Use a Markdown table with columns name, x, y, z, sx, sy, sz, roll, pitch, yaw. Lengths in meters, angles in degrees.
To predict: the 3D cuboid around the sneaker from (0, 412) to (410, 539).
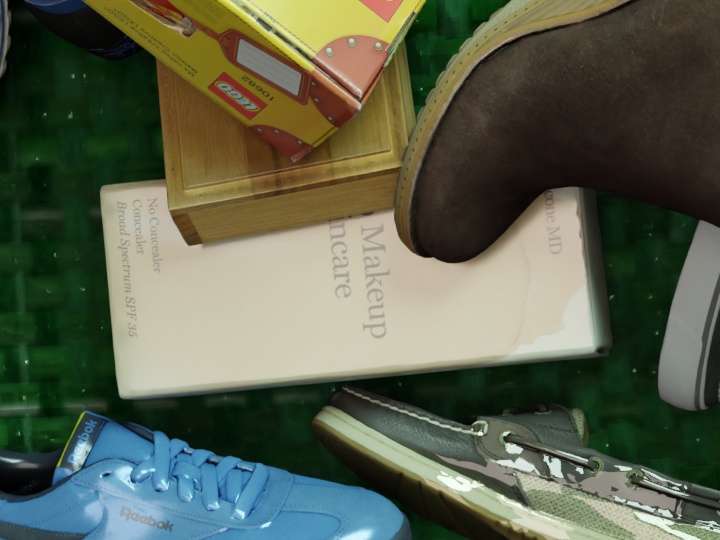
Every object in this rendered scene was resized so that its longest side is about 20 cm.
| name | x | y | z | sx | sy | sz | roll | pitch | yaw |
| --- | --- | --- | --- | --- | --- | --- | --- | --- | --- |
| sneaker | -0.080 | 0.100 | 1.101 | 0.200 | 0.066 | 0.078 | -4 | 113 | 22 |

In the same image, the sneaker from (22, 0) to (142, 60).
| name | x | y | z | sx | sy | sz | roll | pitch | yaw |
| --- | --- | --- | --- | --- | --- | --- | --- | --- | --- |
| sneaker | -0.137 | -0.180 | 1.140 | 0.070 | 0.078 | 0.200 | -21 | 65 | 10 |

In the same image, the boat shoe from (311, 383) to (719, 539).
| name | x | y | z | sx | sy | sz | roll | pitch | yaw |
| --- | --- | --- | --- | --- | --- | --- | --- | --- | --- |
| boat shoe | 0.078 | 0.088 | 1.104 | 0.200 | 0.073 | 0.065 | 24 | 77 | 11 |

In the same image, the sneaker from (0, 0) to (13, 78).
| name | x | y | z | sx | sy | sz | roll | pitch | yaw |
| --- | --- | --- | --- | --- | --- | --- | --- | --- | --- |
| sneaker | -0.215 | -0.062 | 1.119 | 0.079 | 0.089 | 0.200 | 32 | 109 | 7 |

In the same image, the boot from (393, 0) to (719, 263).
| name | x | y | z | sx | sy | sz | roll | pitch | yaw |
| --- | --- | --- | --- | --- | --- | --- | --- | --- | --- |
| boot | 0.114 | -0.041 | 0.978 | 0.166 | 0.072 | 0.200 | 47 | 113 | 26 |

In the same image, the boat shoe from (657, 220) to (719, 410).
| name | x | y | z | sx | sy | sz | roll | pitch | yaw |
| --- | --- | --- | --- | --- | --- | --- | --- | --- | --- |
| boat shoe | 0.167 | -0.019 | 1.049 | 0.057 | 0.069 | 0.200 | 24 | 126 | 14 |

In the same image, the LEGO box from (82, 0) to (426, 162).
| name | x | y | z | sx | sy | sz | roll | pitch | yaw |
| --- | --- | --- | --- | --- | --- | --- | --- | --- | --- |
| LEGO box | -0.054 | -0.164 | 1.005 | 0.200 | 0.077 | 0.149 | 38 | 66 | -9 |

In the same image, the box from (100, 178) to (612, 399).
| name | x | y | z | sx | sy | sz | roll | pitch | yaw |
| --- | --- | --- | --- | --- | --- | --- | --- | --- | --- |
| box | 0.000 | 0.000 | 1.107 | 0.200 | 0.078 | 0.095 | -7 | 87 | 10 |

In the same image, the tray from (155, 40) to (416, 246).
| name | x | y | z | sx | sy | sz | roll | pitch | yaw |
| --- | --- | --- | --- | --- | --- | --- | --- | --- | --- |
| tray | -0.036 | -0.114 | 1.091 | 0.099 | 0.037 | 0.200 | -11 | 63 | 7 |
